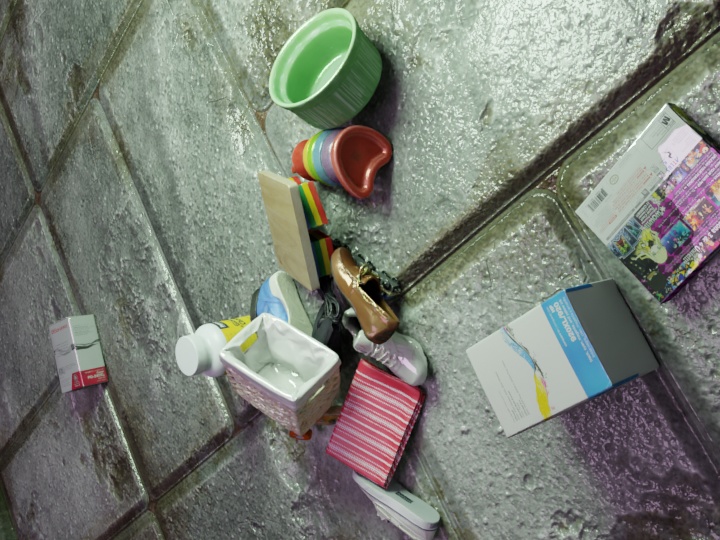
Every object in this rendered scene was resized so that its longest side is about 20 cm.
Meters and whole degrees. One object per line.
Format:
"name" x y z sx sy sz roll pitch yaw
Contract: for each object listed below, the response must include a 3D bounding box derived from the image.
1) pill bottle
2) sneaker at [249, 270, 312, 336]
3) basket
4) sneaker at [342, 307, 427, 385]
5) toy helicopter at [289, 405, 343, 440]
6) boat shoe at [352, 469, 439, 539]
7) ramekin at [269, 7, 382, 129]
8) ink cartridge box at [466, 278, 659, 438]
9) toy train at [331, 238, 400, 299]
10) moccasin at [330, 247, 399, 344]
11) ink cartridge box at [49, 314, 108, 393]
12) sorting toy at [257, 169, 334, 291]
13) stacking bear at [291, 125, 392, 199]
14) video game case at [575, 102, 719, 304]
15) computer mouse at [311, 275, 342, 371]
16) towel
"pill bottle" -0.283 0.161 1.690 0.111 0.199 0.113 8 102 43
"sneaker" -0.167 0.114 1.653 0.111 0.076 0.202 -34 68 36
"basket" -0.145 0.195 1.500 0.199 0.135 0.124 27 141 30
"sneaker" 0.035 0.139 1.443 0.200 0.099 0.078 43 124 31
"toy helicopter" -0.078 0.273 1.570 0.198 0.132 0.080 -7 58 28
"boat shoe" 0.059 0.435 1.490 0.199 0.072 0.066 26 109 30
"ramekin" -0.057 -0.347 1.413 0.199 0.097 0.202 -23 52 31
"ink cartridge box" 0.286 0.127 1.160 0.200 0.146 0.146 -39 70 40
"toy train" 0.000 0.000 1.503 0.199 0.034 0.046 35 121 36
"moccasin" 0.008 0.033 1.420 0.078 0.073 0.202 -45 48 21
"ink cartridge box" -0.809 0.237 2.304 0.144 0.083 0.202 -19 82 45
"sorting toy" -0.115 -0.087 1.523 0.200 0.069 0.201 -149 44 -63
"stacking bear" -0.056 -0.205 1.477 0.199 0.113 0.122 7 64 55
"video game case" 0.413 -0.089 1.080 0.182 0.036 0.201 53 128 26
"computer mouse" -0.069 0.115 1.530 0.139 0.052 0.202 -113 19 -53
"towel" 0.025 0.280 1.479 0.144 0.022 0.202 26 100 25
